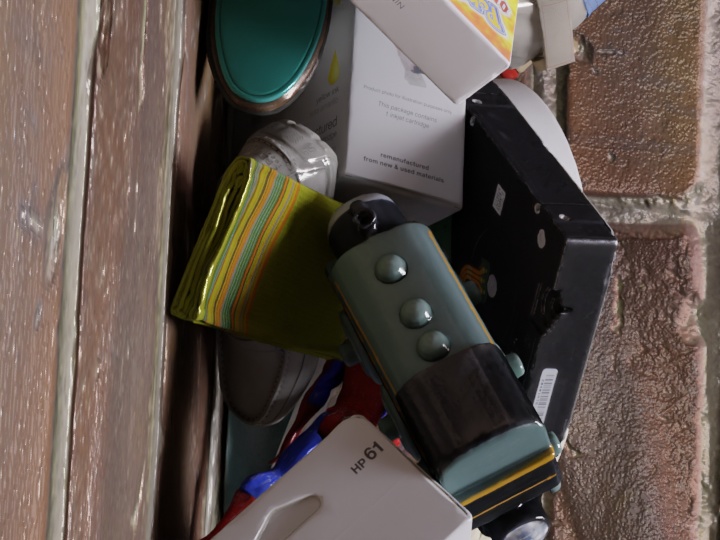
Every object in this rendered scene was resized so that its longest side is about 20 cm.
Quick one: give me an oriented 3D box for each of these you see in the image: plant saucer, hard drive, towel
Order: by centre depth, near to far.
[{"bbox_3d":[-0.036,-0.002,1.208,0.086,0.018,0.200,-67,157,1],"label":"towel"},{"bbox_3d":[0.079,-0.006,1.299,0.200,0.038,0.140,-122,-141,-55],"label":"hard drive"},{"bbox_3d":[-0.060,0.118,1.492,0.201,0.038,0.202,2,90,-86],"label":"plant saucer"}]

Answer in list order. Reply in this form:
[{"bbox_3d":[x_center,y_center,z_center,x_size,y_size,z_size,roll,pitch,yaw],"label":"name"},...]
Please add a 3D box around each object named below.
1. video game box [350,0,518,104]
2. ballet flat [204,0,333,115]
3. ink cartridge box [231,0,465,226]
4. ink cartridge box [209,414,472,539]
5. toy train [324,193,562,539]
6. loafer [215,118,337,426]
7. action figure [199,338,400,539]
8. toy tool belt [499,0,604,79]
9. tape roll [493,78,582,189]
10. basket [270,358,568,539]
[{"bbox_3d":[0.007,-0.210,1.221,0.200,0.047,0.183,43,34,-22],"label":"video game box"},{"bbox_3d":[-0.048,-0.168,1.258,0.068,0.068,0.201,110,-15,-70],"label":"ballet flat"},{"bbox_3d":[-0.007,-0.118,1.352,0.145,0.083,0.201,-28,-126,55],"label":"ink cartridge box"},{"bbox_3d":[-0.021,0.181,1.173,0.144,0.085,0.200,-42,157,-18],"label":"ink cartridge box"},{"bbox_3d":[0.041,0.050,1.187,0.114,0.085,0.200,70,-6,-56],"label":"toy train"},{"bbox_3d":[-0.059,0.009,1.278,0.070,0.070,0.201,-33,140,-41],"label":"loafer"},{"bbox_3d":[-0.017,0.100,1.301,0.200,0.065,0.052,-53,150,-28],"label":"action figure"},{"bbox_3d":[0.114,-0.194,1.473,0.125,0.123,0.200,48,3,15],"label":"toy tool belt"},{"bbox_3d":[0.072,-0.027,1.528,0.202,0.070,0.204,172,-90,-66],"label":"tape roll"},{"bbox_3d":[0.024,0.150,1.415,0.135,0.123,0.201,9,106,-58],"label":"basket"}]
